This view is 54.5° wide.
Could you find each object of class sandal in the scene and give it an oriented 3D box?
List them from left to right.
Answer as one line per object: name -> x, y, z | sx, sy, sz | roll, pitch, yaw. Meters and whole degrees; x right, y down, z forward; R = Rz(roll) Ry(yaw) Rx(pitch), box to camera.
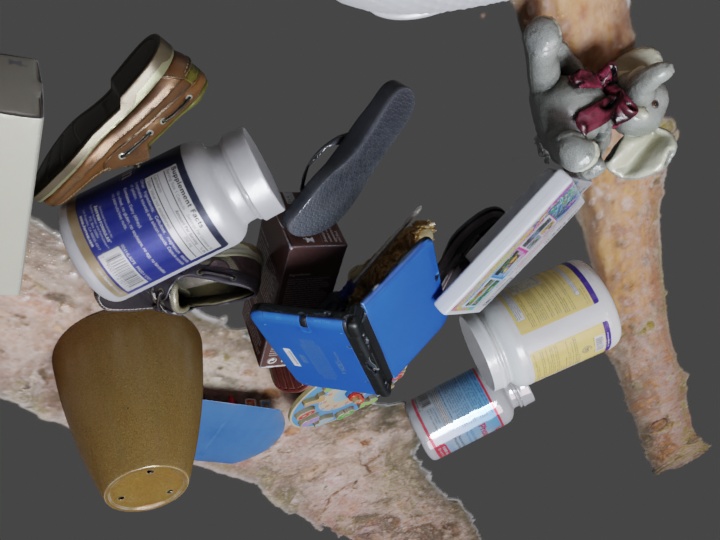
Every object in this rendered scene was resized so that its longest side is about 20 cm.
sandal -> -0.016, -0.119, 0.752 | 0.200, 0.043, 0.076 | -52, 154, -7

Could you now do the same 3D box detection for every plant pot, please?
plant pot -> -0.267, 0.176, 0.845 | 0.186, 0.200, 0.186 | -14, 137, -14

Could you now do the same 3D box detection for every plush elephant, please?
plush elephant -> 0.274, -0.183, 0.772 | 0.155, 0.165, 0.200 | -16, 168, 10

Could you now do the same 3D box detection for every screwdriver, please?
screwdriver -> 0.000, 0.000, 0.781 | 0.029, 0.028, 0.200 | 29, 112, -17

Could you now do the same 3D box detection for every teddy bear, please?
teddy bear -> 0.028, 0.000, 0.867 | 0.067, 0.200, 0.145 | 32, 82, -3

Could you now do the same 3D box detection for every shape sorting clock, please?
shape sorting clock -> -0.015, 0.181, 1.047 | 0.200, 0.039, 0.200 | -28, 154, -15

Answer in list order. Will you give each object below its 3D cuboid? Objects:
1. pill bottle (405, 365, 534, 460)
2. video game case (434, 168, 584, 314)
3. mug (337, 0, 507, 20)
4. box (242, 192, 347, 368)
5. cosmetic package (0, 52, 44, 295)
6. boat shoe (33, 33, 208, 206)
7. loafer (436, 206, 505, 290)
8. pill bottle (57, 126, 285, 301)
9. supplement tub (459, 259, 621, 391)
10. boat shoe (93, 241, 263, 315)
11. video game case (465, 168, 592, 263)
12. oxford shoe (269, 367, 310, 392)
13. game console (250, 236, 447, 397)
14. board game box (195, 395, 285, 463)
pill bottle -> 0.185, 0.228, 1.178 | 0.200, 0.109, 0.109 | -28, 138, 4
video game case -> 0.183, -0.026, 0.832 | 0.200, 0.024, 0.182 | -48, 162, 13
mug -> 0.054, -0.279, 0.593 | 0.175, 0.148, 0.200 | -13, 168, -2
box -> -0.085, 0.013, 0.841 | 0.075, 0.100, 0.200 | -4, 135, -24
cosmetic package -> -0.339, -0.083, 0.620 | 0.087, 0.103, 0.200 | 4, 129, -30
boat shoe -> -0.225, -0.123, 0.655 | 0.200, 0.072, 0.068 | -40, 135, 16
loafer -> 0.139, 0.003, 0.962 | 0.072, 0.063, 0.200 | 18, 123, -39
pill bottle -> -0.185, -0.059, 0.706 | 0.200, 0.116, 0.116 | -26, 138, 0
supplement tub -> 0.264, 0.084, 1.043 | 0.200, 0.145, 0.145 | -23, 138, -2
boat shoe -> -0.208, 0.018, 0.794 | 0.200, 0.065, 0.072 | -9, 137, 1
video game case -> 0.220, -0.068, 0.893 | 0.143, 0.018, 0.200 | -49, 162, 24
oxford shoe -> -0.053, 0.121, 0.955 | 0.075, 0.071, 0.200 | -8, 169, -42
game console -> -0.003, 0.051, 0.781 | 0.171, 0.118, 0.200 | 5, 151, 16
board game box -> -0.216, 0.228, 1.045 | 0.200, 0.039, 0.158 | 15, 130, -29
